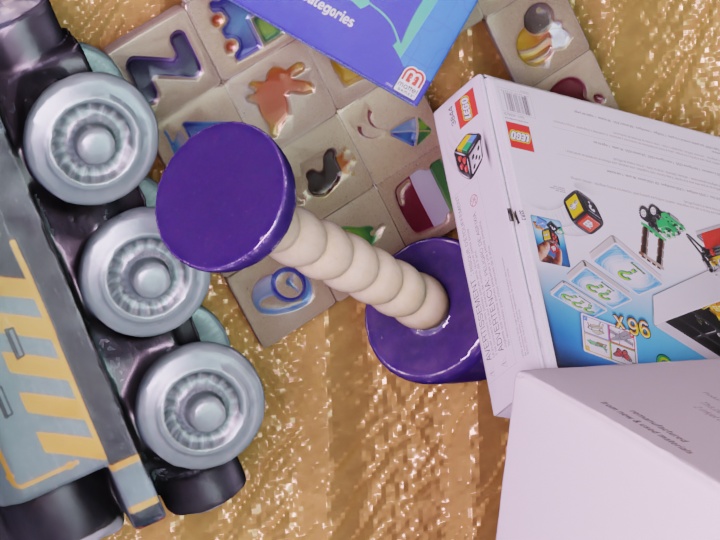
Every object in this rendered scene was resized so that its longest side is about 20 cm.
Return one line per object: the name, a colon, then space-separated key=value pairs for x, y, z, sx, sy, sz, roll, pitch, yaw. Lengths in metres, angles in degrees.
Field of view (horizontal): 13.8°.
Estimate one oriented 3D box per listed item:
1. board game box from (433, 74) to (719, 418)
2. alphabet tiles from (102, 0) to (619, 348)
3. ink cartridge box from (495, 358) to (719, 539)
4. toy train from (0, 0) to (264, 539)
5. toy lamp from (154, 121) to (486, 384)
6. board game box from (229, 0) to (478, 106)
board game box: x=0.123 y=0.006 z=1.113 sx=0.200 sy=0.035 sz=0.126 roll=12 pitch=55 yaw=-36
alphabet tiles: x=-0.009 y=-0.095 z=1.085 sx=0.167 sy=0.008 sz=0.200 roll=-32 pitch=115 yaw=-11
ink cartridge box: x=0.165 y=0.117 z=1.013 sx=0.200 sy=0.146 sz=0.147 roll=-2 pitch=106 yaw=-29
toy train: x=-0.111 y=0.007 z=1.035 sx=0.114 sy=0.085 sz=0.200 roll=-24 pitch=111 yaw=-7
toy lamp: x=0.000 y=0.000 z=1.055 sx=0.200 sy=0.058 sz=0.058 roll=30 pitch=85 yaw=-56
board game box: x=0.004 y=-0.180 z=1.032 sx=0.152 sy=0.045 sz=0.200 roll=27 pitch=95 yaw=-25
